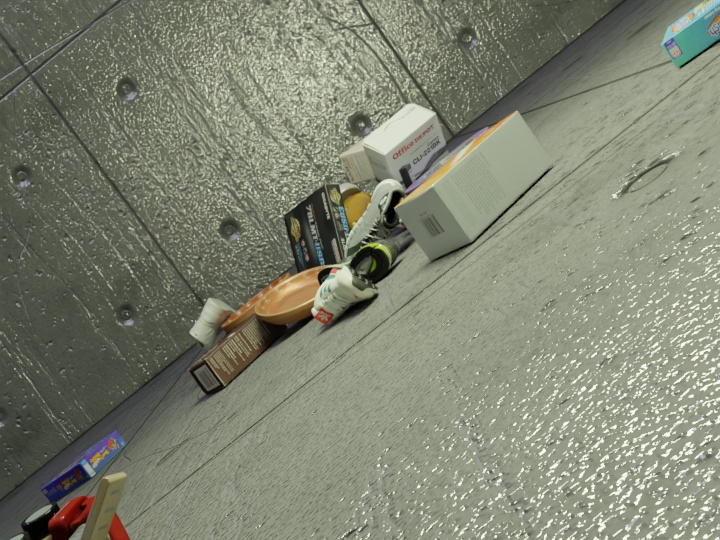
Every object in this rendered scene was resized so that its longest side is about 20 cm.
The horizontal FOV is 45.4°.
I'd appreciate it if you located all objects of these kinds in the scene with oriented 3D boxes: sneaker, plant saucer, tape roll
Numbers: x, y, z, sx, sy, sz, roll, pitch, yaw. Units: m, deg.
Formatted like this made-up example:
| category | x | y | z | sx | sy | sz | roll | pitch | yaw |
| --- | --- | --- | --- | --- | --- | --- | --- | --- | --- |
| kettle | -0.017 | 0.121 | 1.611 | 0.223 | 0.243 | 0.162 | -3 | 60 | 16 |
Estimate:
| category | x | y | z | sx | sy | sz | roll | pitch | yaw |
| --- | --- | --- | --- | --- | --- | --- | --- | --- | --- |
| sneaker | 0.000 | 0.000 | 1.551 | 0.198 | 0.075 | 0.080 | -25 | 4 | 43 |
| plant saucer | -0.235 | 0.079 | 1.984 | 0.199 | 0.033 | 0.200 | -38 | 6 | 5 |
| tape roll | 0.183 | -0.173 | 1.613 | 0.199 | 0.086 | 0.200 | -38 | 5 | 4 |
| sneaker | -0.033 | 0.048 | 1.408 | 0.094 | 0.070 | 0.200 | -57 | 10 | -8 |
| plant saucer | -0.120 | 0.053 | 1.754 | 0.196 | 0.038 | 0.201 | -21 | 19 | 7 |
| sneaker | 0.030 | -0.073 | 1.617 | 0.116 | 0.074 | 0.204 | -134 | 65 | -74 |
| sneaker | -0.354 | 0.134 | 2.076 | 0.117 | 0.073 | 0.200 | -58 | -13 | -2 |

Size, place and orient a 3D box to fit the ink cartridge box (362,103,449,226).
| category | x | y | z | sx | sy | sz | roll | pitch | yaw |
| --- | --- | --- | --- | --- | --- | --- | --- | --- | --- |
| ink cartridge box | 0.106 | -0.208 | 1.735 | 0.144 | 0.202 | 0.083 | -39 | 39 | -17 |

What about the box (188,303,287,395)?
| category | x | y | z | sx | sy | sz | roll | pitch | yaw |
| --- | --- | --- | --- | --- | --- | --- | --- | --- | --- |
| box | -0.253 | 0.163 | 1.791 | 0.199 | 0.076 | 0.100 | -41 | 6 | -38 |

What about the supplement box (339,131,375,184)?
| category | x | y | z | sx | sy | sz | roll | pitch | yaw |
| --- | --- | --- | --- | --- | --- | --- | --- | --- | --- |
| supplement box | 0.066 | -0.263 | 1.890 | 0.198 | 0.075 | 0.126 | -6 | 27 | 50 |

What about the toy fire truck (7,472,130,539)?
| category | x | y | z | sx | sy | sz | roll | pitch | yaw |
| --- | --- | --- | --- | --- | --- | --- | --- | --- | --- |
| toy fire truck | -0.306 | 0.295 | 0.939 | 0.197 | 0.131 | 0.176 | -24 | 9 | 14 |

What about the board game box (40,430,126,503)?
| category | x | y | z | sx | sy | sz | roll | pitch | yaw |
| --- | --- | --- | --- | --- | --- | --- | --- | --- | --- |
| board game box | -0.672 | 0.477 | 2.089 | 0.199 | 0.045 | 0.135 | -34 | 7 | 36 |

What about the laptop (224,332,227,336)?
| category | x | y | z | sx | sy | sz | roll | pitch | yaw |
| --- | --- | --- | --- | --- | --- | --- | --- | --- | --- |
| laptop | -0.321 | 0.171 | 2.460 | 0.195 | 0.106 | 0.177 | -12 | 7 | -1 |

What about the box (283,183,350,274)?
| category | x | y | z | sx | sy | sz | roll | pitch | yaw |
| --- | --- | --- | --- | --- | --- | --- | --- | --- | --- |
| box | -0.095 | -0.072 | 2.015 | 0.049 | 0.204 | 0.198 | -6 | -14 | -35 |

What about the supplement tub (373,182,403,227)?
| category | x | y | z | sx | sy | sz | roll | pitch | yaw |
| --- | --- | --- | --- | --- | --- | --- | --- | --- | --- |
| supplement tub | 0.126 | -0.195 | 1.942 | 0.122 | 0.123 | 0.200 | -31 | 9 | 48 |

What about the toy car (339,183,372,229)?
| category | x | y | z | sx | sy | sz | roll | pitch | yaw |
| --- | --- | --- | --- | --- | --- | --- | --- | --- | --- |
| toy car | -0.029 | -0.098 | 2.119 | 0.199 | 0.176 | 0.150 | -38 | -29 | 4 |

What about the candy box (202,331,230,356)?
| category | x | y | z | sx | sy | sz | roll | pitch | yaw |
| --- | --- | --- | --- | --- | --- | --- | --- | --- | --- |
| candy box | -0.275 | 0.156 | 2.056 | 0.198 | 0.057 | 0.117 | -33 | 8 | 33 |

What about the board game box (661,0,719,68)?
| category | x | y | z | sx | sy | sz | roll | pitch | yaw |
| --- | --- | --- | --- | --- | --- | --- | --- | --- | --- |
| board game box | 0.534 | -0.382 | 1.235 | 0.199 | 0.045 | 0.152 | -35 | 7 | 33 |

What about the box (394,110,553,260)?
| category | x | y | z | sx | sy | sz | roll | pitch | yaw |
| --- | --- | --- | --- | --- | --- | --- | --- | --- | --- |
| box | 0.166 | -0.123 | 1.259 | 0.199 | 0.098 | 0.124 | -41 | 6 | -27 |
